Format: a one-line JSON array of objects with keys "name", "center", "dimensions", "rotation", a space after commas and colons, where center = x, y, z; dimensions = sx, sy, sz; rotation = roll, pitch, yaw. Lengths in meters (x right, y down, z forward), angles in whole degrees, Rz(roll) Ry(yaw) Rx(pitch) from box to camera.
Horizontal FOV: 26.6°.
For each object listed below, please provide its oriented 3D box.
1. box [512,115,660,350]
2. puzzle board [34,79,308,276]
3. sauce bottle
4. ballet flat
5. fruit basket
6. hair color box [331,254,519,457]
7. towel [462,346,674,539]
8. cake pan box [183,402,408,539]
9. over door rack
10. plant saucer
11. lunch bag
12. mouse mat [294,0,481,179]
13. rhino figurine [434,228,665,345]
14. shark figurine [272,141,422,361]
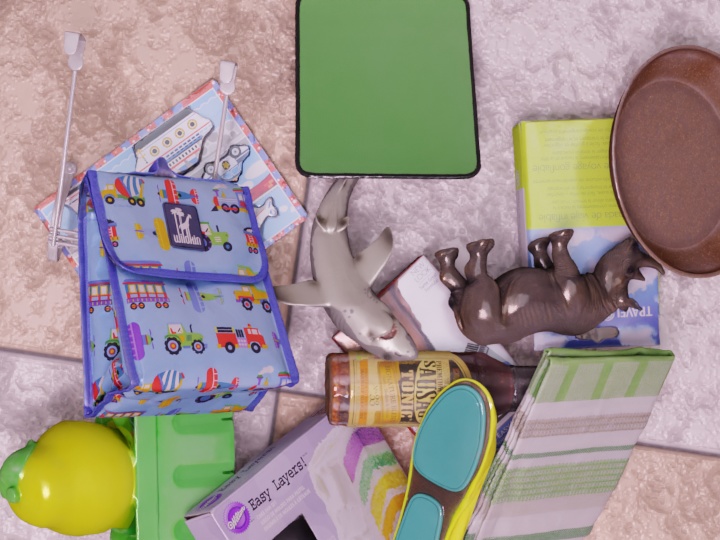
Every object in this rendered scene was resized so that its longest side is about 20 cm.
[{"name": "box", "center": [0.201, -0.033, 1.355], "dimensions": [0.120, 0.048, 0.203], "rotation": [-3, 88, -3]}, {"name": "puzzle board", "center": [-0.168, -0.051, 1.352], "dimensions": [0.199, 0.017, 0.152], "rotation": [-36, 90, -4]}, {"name": "sauce bottle", "center": [0.069, 0.097, 1.274], "dimensions": [0.197, 0.066, 0.067], "rotation": [-2, 88, -5]}, {"name": "ballet flat", "center": [0.073, 0.175, 1.253], "dimensions": [0.066, 0.067, 0.202], "rotation": [27, 110, 29]}, {"name": "fruit basket", "center": [-0.206, 0.171, 1.271], "dimensions": [0.212, 0.155, 0.219], "rotation": [1, 87, -18]}, {"name": "hair color box", "center": [0.079, 0.098, 1.337], "dimensions": [0.111, 0.064, 0.200], "rotation": [-42, 89, -3]}, {"name": "towel", "center": [0.173, 0.149, 1.287], "dimensions": [0.148, 0.031, 0.202], "rotation": [1, 122, -36]}, {"name": "cake pan box", "center": [-0.031, 0.230, 1.276], "dimensions": [0.199, 0.052, 0.186], "rotation": [-34, 95, -39]}, {"name": "over door rack", "center": [-0.185, -0.097, 1.304], "dimensions": [0.146, 0.067, 0.203], "rotation": [8, 107, -2]}, {"name": "plant saucer", "center": [0.283, -0.094, 1.335], "dimensions": [0.198, 0.036, 0.204], "rotation": [2, 86, -34]}, {"name": "lunch bag", "center": [-0.148, 0.008, 1.219], "dimensions": [0.149, 0.094, 0.203], "rotation": [1, 70, -34]}, {"name": "mouse mat", "center": [0.022, -0.164, 1.326], "dimensions": [0.158, 0.008, 0.202], "rotation": [1, 59, -3]}, {"name": "rhino figurine", "center": [0.166, 0.013, 1.299], "dimensions": [0.197, 0.060, 0.089], "rotation": [-7, 83, -11]}, {"name": "shark figurine", "center": [-0.012, -0.017, 1.305], "dimensions": [0.126, 0.090, 0.217], "rotation": [2, 64, 1]}]
